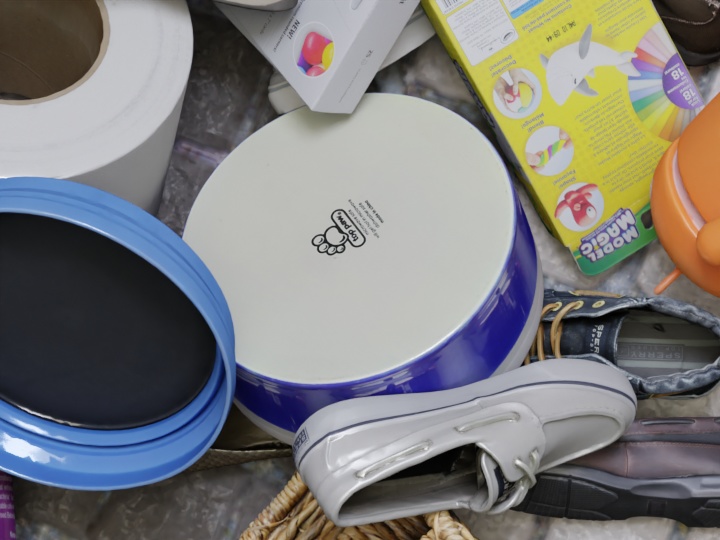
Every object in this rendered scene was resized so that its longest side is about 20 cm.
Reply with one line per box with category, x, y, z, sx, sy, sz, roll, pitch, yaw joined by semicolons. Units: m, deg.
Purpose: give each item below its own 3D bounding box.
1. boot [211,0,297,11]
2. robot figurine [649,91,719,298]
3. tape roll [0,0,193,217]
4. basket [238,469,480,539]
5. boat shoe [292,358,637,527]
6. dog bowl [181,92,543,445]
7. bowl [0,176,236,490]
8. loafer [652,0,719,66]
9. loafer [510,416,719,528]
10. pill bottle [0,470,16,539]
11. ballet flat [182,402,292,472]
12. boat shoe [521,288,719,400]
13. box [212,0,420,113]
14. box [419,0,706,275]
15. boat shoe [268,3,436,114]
boot;-0.109;-0.233;1.264;0.199;0.073;0.152;15;108;-11
robot figurine;0.237;-0.058;1.301;0.116;0.200;0.145;18;45;-26
tape roll;-0.201;-0.098;1.337;0.201;0.139;0.204;6;57;-9
basket;-0.012;0.211;1.302;0.149;0.143;0.200;44;89;-10
boat shoe;0.065;0.098;1.269;0.198;0.072;0.066;-4;44;-23
dog bowl;0.000;0.000;1.338;0.198;0.079;0.201;-8;54;11
bowl;-0.161;0.034;1.267;0.199;0.202;0.040;12;42;5
loafer;0.166;-0.218;1.393;0.073;0.071;0.200;-38;86;-25
loafer;0.154;0.109;1.369;0.198;0.072;0.063;6;63;-2
pill bottle;-0.258;0.117;1.364;0.111;0.112;0.202;-5;82;3
ballet flat;-0.050;0.080;1.374;0.198;0.046;0.068;-11;86;11
boat shoe;0.117;0.039;1.361;0.198;0.091;0.071;1;82;4
box;-0.037;-0.213;1.343;0.200;0.041;0.156;48;118;30
box;0.129;-0.107;1.374;0.117;0.048;0.201;-31;104;-2
boat shoe;0.021;-0.167;1.395;0.199;0.072;0.069;-33;100;-1
